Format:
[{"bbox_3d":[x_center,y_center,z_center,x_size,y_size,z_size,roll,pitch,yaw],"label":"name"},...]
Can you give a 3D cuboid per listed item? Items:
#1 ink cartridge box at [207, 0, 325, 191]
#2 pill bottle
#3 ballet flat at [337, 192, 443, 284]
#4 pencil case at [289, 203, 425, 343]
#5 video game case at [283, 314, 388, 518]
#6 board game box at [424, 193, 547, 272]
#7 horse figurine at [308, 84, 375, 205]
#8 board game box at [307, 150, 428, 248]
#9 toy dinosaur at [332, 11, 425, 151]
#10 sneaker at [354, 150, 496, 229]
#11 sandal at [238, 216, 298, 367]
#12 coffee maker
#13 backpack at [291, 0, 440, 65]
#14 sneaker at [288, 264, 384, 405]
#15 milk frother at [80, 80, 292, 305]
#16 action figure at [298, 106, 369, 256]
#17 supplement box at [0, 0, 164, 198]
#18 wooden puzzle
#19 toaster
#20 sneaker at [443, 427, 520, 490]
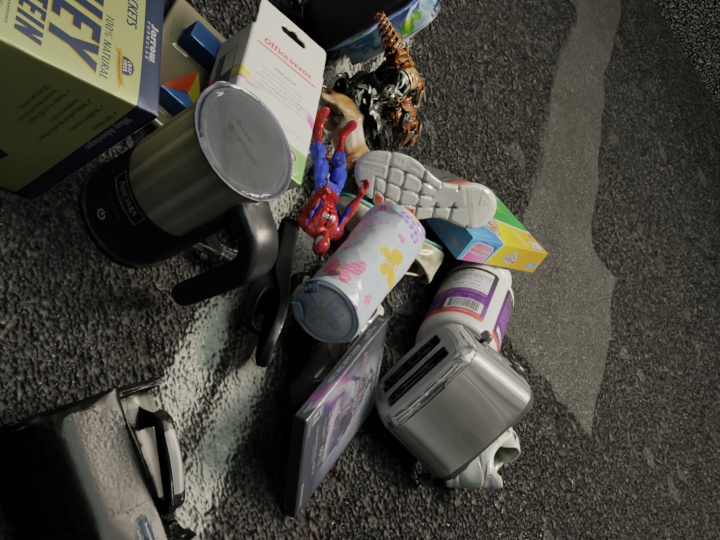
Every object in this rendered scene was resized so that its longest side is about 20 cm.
[{"bbox_3d":[-0.112,-0.198,1.001,0.117,0.067,0.201,34,52,-35],"label":"ink cartridge box"},{"bbox_3d":[0.155,0.060,1.227,0.112,0.111,0.200,55,34,-15],"label":"pill bottle"},{"bbox_3d":[0.037,-0.035,1.138,0.199,0.067,0.063,27,81,-37],"label":"ballet flat"},{"bbox_3d":[0.000,0.000,0.999,0.200,0.090,0.084,-48,121,-47],"label":"pencil case"},{"bbox_3d":[-0.025,0.156,0.961,0.200,0.019,0.144,-46,151,-50],"label":"video game case"},{"bbox_3d":[0.168,-0.071,1.273,0.199,0.040,0.153,8,38,-48],"label":"board game box"},{"bbox_3d":[-0.033,-0.178,1.142,0.132,0.050,0.201,-2,65,-42],"label":"horse figurine"},{"bbox_3d":[0.016,-0.099,1.212,0.199,0.032,0.121,-19,82,-52],"label":"board game box"},{"bbox_3d":[0.034,-0.256,1.212,0.135,0.102,0.201,-32,113,-25],"label":"toy dinosaur"},{"bbox_3d":[0.078,-0.106,1.145,0.199,0.078,0.082,19,13,-18],"label":"sneaker"},{"bbox_3d":[-0.108,0.023,0.974,0.048,0.076,0.202,16,47,-14],"label":"sandal"},{"bbox_3d":[-0.222,0.210,0.696,0.191,0.135,0.201,-17,84,-30],"label":"coffee maker"},{"bbox_3d":[0.024,-0.399,1.254,0.147,0.182,0.201,53,29,-23],"label":"backpack"},{"bbox_3d":[-0.057,0.064,1.016,0.116,0.076,0.200,49,35,-5],"label":"sneaker"},{"bbox_3d":[-0.137,-0.082,0.880,0.181,0.187,0.200,58,38,-13],"label":"milk frother"},{"bbox_3d":[-0.027,-0.114,1.020,0.065,0.099,0.201,20,58,-23],"label":"action figure"},{"bbox_3d":[-0.302,-0.183,0.718,0.199,0.199,0.135,23,56,-44],"label":"supplement box"},{"bbox_3d":[-0.169,-0.209,1.025,0.185,0.046,0.201,40,44,-31],"label":"wooden puzzle"},{"bbox_3d":[0.105,0.163,1.082,0.129,0.200,0.114,44,8,-21],"label":"toaster"},{"bbox_3d":[0.175,0.213,1.181,0.075,0.099,0.201,75,29,-46],"label":"sneaker"}]
